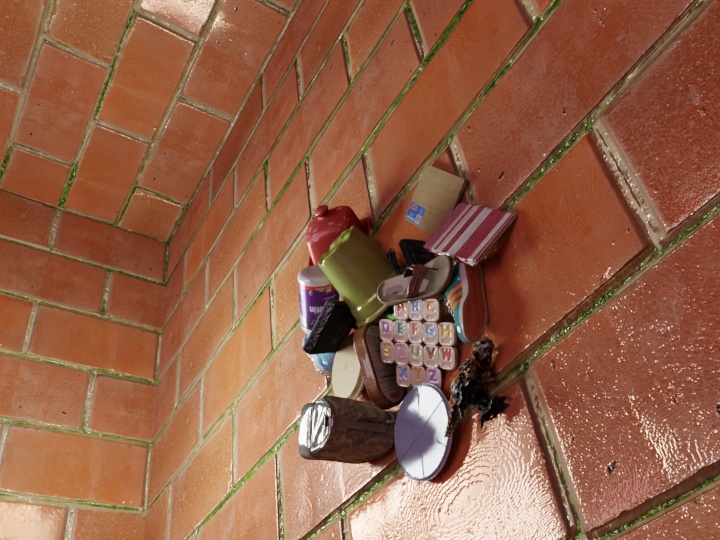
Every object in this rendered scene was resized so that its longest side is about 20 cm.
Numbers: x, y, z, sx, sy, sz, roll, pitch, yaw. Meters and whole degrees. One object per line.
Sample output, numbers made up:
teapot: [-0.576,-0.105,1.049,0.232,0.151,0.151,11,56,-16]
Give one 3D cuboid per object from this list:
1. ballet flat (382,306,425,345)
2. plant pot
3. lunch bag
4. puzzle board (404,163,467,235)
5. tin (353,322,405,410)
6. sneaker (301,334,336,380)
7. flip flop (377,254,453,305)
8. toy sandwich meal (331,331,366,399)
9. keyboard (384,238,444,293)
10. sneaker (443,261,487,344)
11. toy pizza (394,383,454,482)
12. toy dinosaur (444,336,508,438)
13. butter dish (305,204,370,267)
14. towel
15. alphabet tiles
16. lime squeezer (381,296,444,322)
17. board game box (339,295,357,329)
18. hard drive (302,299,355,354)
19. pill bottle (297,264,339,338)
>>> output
ballet flat: [0.100,0.135,1.595,0.073,0.070,0.200,-64,27,14]
plant pot: [0.000,0.000,1.642,0.200,0.184,0.201,-44,9,9]
lunch bag: [-0.027,0.369,1.554,0.167,0.196,0.143,-29,52,56]
puzzle board: [0.185,-0.173,1.660,0.200,0.017,0.154,40,111,61]
tin: [0.045,0.219,1.553,0.041,0.111,0.205,-28,73,39]
sneaker: [-0.100,0.229,1.914,0.090,0.078,0.200,-49,35,3]
flip flop: [0.113,0.021,1.458,0.196,0.057,0.083,-19,60,30]
toy sandwich meal: [-0.005,0.249,1.719,0.205,0.069,0.210,-40,43,51]
keyboard: [0.128,-0.012,1.562,0.202,0.124,0.021,-112,24,-50]
sneaker: [0.218,0.071,1.413,0.080,0.070,0.204,-40,34,46]
toy pizza: [0.139,0.346,1.432,0.199,0.031,0.205,-32,52,51]
toy dinosaur: [0.220,0.237,1.317,0.136,0.099,0.206,-127,41,-74]
butter dish: [-0.082,-0.115,1.878,0.196,0.150,0.202,-23,28,15]
towel: [0.236,-0.082,1.460,0.145,0.023,0.199,-49,27,-10]
alphabet tiles: [0.125,0.161,1.476,0.196,0.014,0.202,0,92,38]
lime squeezer: [0.115,0.099,1.536,0.196,0.070,0.039,-18,98,32]
board game box: [-0.030,0.055,1.889,0.134,0.044,0.205,5,79,61]
hard drive: [-0.068,0.146,1.715,0.032,0.199,0.142,29,95,18]
pill bottle: [-0.110,0.096,1.806,0.112,0.110,0.205,-140,43,-60]
